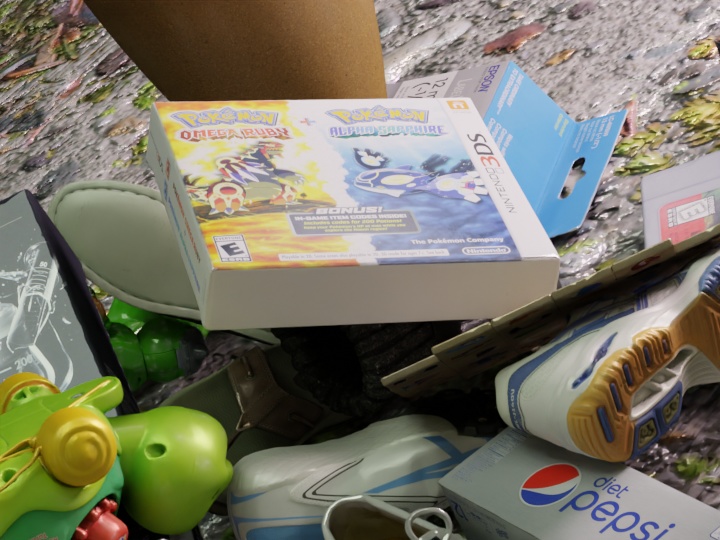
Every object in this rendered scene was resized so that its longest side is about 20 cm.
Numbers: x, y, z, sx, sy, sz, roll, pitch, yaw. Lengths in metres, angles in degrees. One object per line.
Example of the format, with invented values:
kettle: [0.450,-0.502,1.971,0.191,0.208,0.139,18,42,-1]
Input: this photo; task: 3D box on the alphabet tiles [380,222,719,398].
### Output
alphabet tiles: [0.107,0.022,1.360,0.199,0.006,0.166,-25,-10,5]

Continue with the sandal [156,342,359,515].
sandal: [-0.052,0.071,1.470,0.201,0.080,0.057,-36,-17,-48]

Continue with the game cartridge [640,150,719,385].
game cartridge: [0.230,-0.016,1.471,0.133,0.041,0.200,-15,31,12]

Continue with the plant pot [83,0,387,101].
plant pot: [-0.062,-0.154,1.632,0.186,0.200,0.187,-22,28,13]

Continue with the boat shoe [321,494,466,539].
boat shoe: [0.042,0.159,1.281,0.075,0.086,0.202,-38,33,-13]

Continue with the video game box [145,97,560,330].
video game box: [-0.007,-0.036,1.443,0.199,0.047,0.182,-2,31,-16]

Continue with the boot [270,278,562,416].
boot: [0.000,-0.002,1.506,0.157,0.080,0.211,-19,36,-32]

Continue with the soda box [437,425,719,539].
soda box: [0.126,0.141,1.264,0.063,0.068,0.200,-37,30,-19]

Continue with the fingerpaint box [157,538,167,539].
fingerpaint box: [-0.135,0.245,1.192,0.166,0.073,0.201,-17,70,16]

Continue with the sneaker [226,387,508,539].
sneaker: [0.025,0.115,1.405,0.199,0.073,0.072,-14,20,-7]

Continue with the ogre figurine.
ogre figurine: [-0.173,0.051,1.632,0.199,0.098,0.120,5,14,-17]

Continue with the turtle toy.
turtle toy: [-0.163,0.117,1.337,0.199,0.101,0.146,-24,15,-15]

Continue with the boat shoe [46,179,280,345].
boat shoe: [-0.100,0.001,1.596,0.061,0.201,0.072,41,-108,-83]

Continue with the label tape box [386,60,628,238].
label tape box: [0.060,-0.071,1.669,0.199,0.066,0.143,-11,32,29]

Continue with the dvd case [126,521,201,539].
dvd case: [-0.187,0.189,1.489,0.200,0.025,0.150,-27,29,1]

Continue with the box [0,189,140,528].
box: [-0.236,0.086,1.486,0.200,0.104,0.182,-27,59,0]

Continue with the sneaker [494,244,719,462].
sneaker: [0.151,0.030,1.331,0.088,0.076,0.200,9,26,45]

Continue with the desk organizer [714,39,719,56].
desk organizer: [0.318,-0.119,1.530,0.077,0.072,0.200,-39,31,-27]
